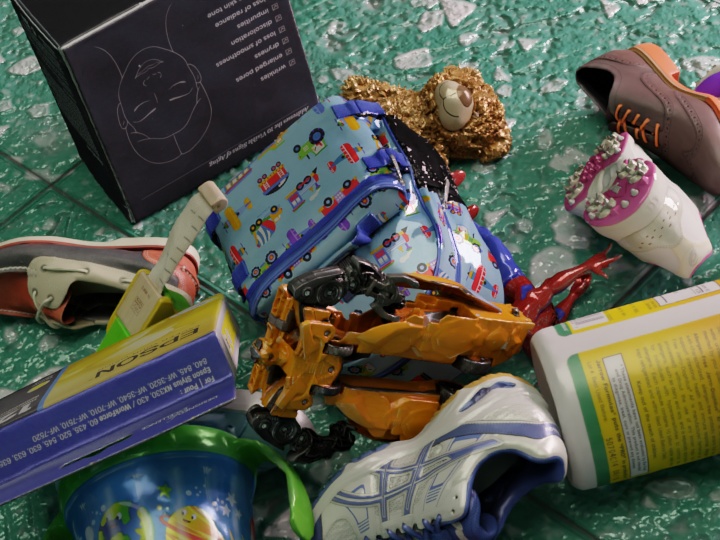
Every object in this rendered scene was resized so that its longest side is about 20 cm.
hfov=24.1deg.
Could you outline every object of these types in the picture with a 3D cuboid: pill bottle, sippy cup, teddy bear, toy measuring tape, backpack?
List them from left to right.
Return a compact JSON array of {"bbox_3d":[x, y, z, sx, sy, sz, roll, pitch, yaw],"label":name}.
[{"bbox_3d":[-0.124,0.192,1.112,0.139,0.178,0.131,10,47,-33],"label":"sippy cup"},{"bbox_3d":[-0.135,0.020,1.262,0.073,0.200,0.074,27,25,-14],"label":"toy measuring tape"},{"bbox_3d":[0.000,0.000,1.230,0.182,0.134,0.200,-37,53,15],"label":"backpack"},{"bbox_3d":[0.023,-0.109,1.390,0.199,0.067,0.145,-8,48,9],"label":"teddy bear"},{"bbox_3d":[0.224,0.069,1.134,0.199,0.113,0.113,-16,45,0],"label":"pill bottle"}]

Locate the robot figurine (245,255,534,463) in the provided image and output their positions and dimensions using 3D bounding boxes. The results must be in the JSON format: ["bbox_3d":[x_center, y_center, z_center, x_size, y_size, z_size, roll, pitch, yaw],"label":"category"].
[{"bbox_3d":[0.012,0.061,1.120,0.199,0.146,0.058,9,18,-31],"label":"robot figurine"}]

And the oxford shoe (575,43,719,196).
[{"bbox_3d":[0.233,-0.111,1.324,0.072,0.071,0.200,-9,33,-16],"label":"oxford shoe"}]

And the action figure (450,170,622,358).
[{"bbox_3d":[0.132,-0.008,1.263,0.099,0.065,0.200,-28,46,1],"label":"action figure"}]

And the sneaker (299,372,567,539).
[{"bbox_3d":[0.044,0.152,1.096,0.200,0.075,0.088,-41,37,8],"label":"sneaker"}]

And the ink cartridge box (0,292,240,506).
[{"bbox_3d":[-0.175,0.087,1.124,0.197,0.047,0.200,-24,6,1],"label":"ink cartridge box"}]

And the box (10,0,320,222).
[{"bbox_3d":[-0.160,-0.183,1.420,0.199,0.197,0.124,-31,46,-14],"label":"box"}]

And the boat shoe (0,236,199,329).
[{"bbox_3d":[-0.226,0.016,1.344,0.199,0.071,0.063,-3,50,8],"label":"boat shoe"}]

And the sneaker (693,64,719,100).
[{"bbox_3d":[0.348,-0.110,1.298,0.199,0.070,0.100,6,52,21],"label":"sneaker"}]

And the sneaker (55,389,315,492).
[{"bbox_3d":[-0.128,0.138,1.200,0.199,0.074,0.082,-7,46,25],"label":"sneaker"}]

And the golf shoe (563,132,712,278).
[{"bbox_3d":[0.206,-0.045,1.262,0.075,0.091,0.200,-48,11,12],"label":"golf shoe"}]
